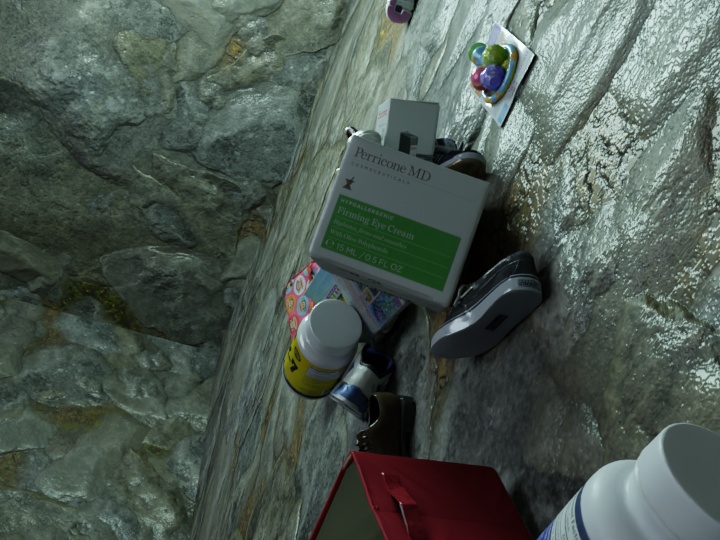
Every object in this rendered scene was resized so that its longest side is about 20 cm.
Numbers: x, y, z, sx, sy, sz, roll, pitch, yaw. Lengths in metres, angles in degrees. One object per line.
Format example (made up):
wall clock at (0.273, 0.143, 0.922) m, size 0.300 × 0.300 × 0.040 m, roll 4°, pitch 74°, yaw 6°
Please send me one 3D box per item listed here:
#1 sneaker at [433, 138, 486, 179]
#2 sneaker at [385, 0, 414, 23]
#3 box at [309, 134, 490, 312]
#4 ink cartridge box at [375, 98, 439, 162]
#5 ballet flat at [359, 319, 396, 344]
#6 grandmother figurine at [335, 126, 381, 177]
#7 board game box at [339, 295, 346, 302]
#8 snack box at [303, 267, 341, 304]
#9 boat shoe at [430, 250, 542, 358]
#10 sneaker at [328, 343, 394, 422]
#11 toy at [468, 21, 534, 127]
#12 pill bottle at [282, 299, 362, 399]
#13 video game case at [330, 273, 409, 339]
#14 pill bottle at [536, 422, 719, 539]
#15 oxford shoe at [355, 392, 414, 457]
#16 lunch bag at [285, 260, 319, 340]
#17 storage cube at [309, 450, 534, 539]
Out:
sneaker at (0.146, -0.179, 1.237) m, size 0.200 × 0.069 × 0.110 m, roll 140°, pitch 142°, yaw -70°
sneaker at (0.115, -0.722, 1.942) m, size 0.089 × 0.080 × 0.202 m, roll -89°, pitch 19°, yaw -68°
box at (0.055, -0.056, 1.075) m, size 0.200 × 0.197 × 0.173 m, roll 68°, pitch -138°, yaw -83°
ink cartridge box at (0.064, -0.168, 1.251) m, size 0.144 × 0.083 × 0.202 m, roll -130°, pitch 47°, yaw -81°
ballet flat at (0.022, 0.093, 1.411) m, size 0.200 × 0.072 × 0.074 m, roll -51°, pitch 26°, yaw 44°
grandmother figurine at (-0.003, -0.176, 1.252) m, size 0.200 × 0.060 × 0.122 m, roll 134°, pitch 115°, yaw -76°
board game box at (0.021, 0.014, 1.452) m, size 0.102 × 0.047 × 0.200 m, roll -49°, pitch -4°, yaw -39°
snack box at (-0.016, -0.034, 1.513) m, size 0.169 × 0.067 × 0.200 m, roll -55°, pitch 0°, yaw 27°
boat shoe at (0.150, 0.044, 0.966) m, size 0.200 × 0.073 × 0.069 m, roll 125°, pitch 152°, yaw -50°
sneaker at (0.009, 0.193, 1.346) m, size 0.115 × 0.080 × 0.199 m, roll -52°, pitch -4°, yaw -11°
toy at (0.202, -0.318, 1.223) m, size 0.201 × 0.047 × 0.116 m, roll -99°, pitch 27°, yaw -60°
pill bottle at (-0.068, 0.142, 1.394) m, size 0.200 × 0.113 × 0.115 m, roll 118°, pitch 163°, yaw -53°
video game case at (0.000, 0.000, 1.302) m, size 0.201 × 0.024 × 0.182 m, roll 60°, pitch 153°, yaw 12°
pill bottle at (0.192, 0.207, 0.545) m, size 0.120 × 0.119 × 0.201 m, roll -93°, pitch 25°, yaw -53°
oxford shoe at (0.027, 0.277, 1.156) m, size 0.073 × 0.084 × 0.202 m, roll 128°, pitch 153°, yaw -50°
lunch bag at (-0.081, 0.084, 1.673) m, size 0.176 × 0.081 × 0.202 m, roll -37°, pitch 57°, yaw 41°
storage cube at (0.059, 0.308, 0.765) m, size 0.202 × 0.178 × 0.171 m, roll -69°, pitch 25°, yaw 21°
